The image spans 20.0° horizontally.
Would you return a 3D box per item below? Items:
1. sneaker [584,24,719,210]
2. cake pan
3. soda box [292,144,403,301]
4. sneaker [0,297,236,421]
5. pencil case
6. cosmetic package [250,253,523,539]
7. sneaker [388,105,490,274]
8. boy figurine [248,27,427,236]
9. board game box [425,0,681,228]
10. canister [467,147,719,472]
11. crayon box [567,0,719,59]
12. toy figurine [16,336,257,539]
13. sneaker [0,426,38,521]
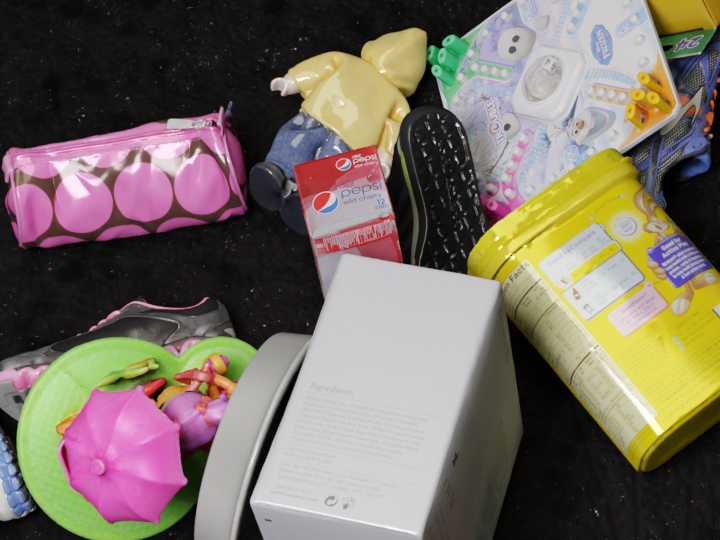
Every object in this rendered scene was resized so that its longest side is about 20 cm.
[{"bbox_3d":[0.253,-0.111,1.627,0.078,0.075,0.200,34,73,16],"label":"sneaker"},{"bbox_3d":[-0.064,0.132,1.418,0.036,0.201,0.201,17,59,14],"label":"cake pan"},{"bbox_3d":[0.000,0.000,1.502,0.063,0.201,0.070,-14,54,-2],"label":"soda box"},{"bbox_3d":[-0.186,0.065,1.573,0.198,0.079,0.096,-7,48,-5],"label":"sneaker"},{"bbox_3d":[-0.192,-0.076,1.655,0.198,0.094,0.091,-12,54,2],"label":"pencil case"},{"bbox_3d":[0.027,0.133,1.405,0.122,0.200,0.201,9,57,16],"label":"cosmetic package"},{"bbox_3d":[0.061,-0.030,1.601,0.071,0.083,0.202,1,76,-17],"label":"sneaker"},{"bbox_3d":[-0.014,-0.129,1.673,0.124,0.065,0.201,33,62,3],"label":"boy figurine"},{"bbox_3d":[0.145,-0.152,1.627,0.199,0.026,0.201,-34,49,27],"label":"board game box"},{"bbox_3d":[0.195,0.030,1.500,0.148,0.087,0.200,-34,68,-13],"label":"canister"},{"bbox_3d":[0.256,-0.244,1.667,0.125,0.052,0.200,-6,36,42],"label":"crayon box"},{"bbox_3d":[-0.138,0.116,1.425,0.199,0.184,0.151,-23,95,-11],"label":"toy figurine"},{"bbox_3d":[-0.319,0.115,1.555,0.085,0.077,0.201,-28,55,-5],"label":"sneaker"}]
